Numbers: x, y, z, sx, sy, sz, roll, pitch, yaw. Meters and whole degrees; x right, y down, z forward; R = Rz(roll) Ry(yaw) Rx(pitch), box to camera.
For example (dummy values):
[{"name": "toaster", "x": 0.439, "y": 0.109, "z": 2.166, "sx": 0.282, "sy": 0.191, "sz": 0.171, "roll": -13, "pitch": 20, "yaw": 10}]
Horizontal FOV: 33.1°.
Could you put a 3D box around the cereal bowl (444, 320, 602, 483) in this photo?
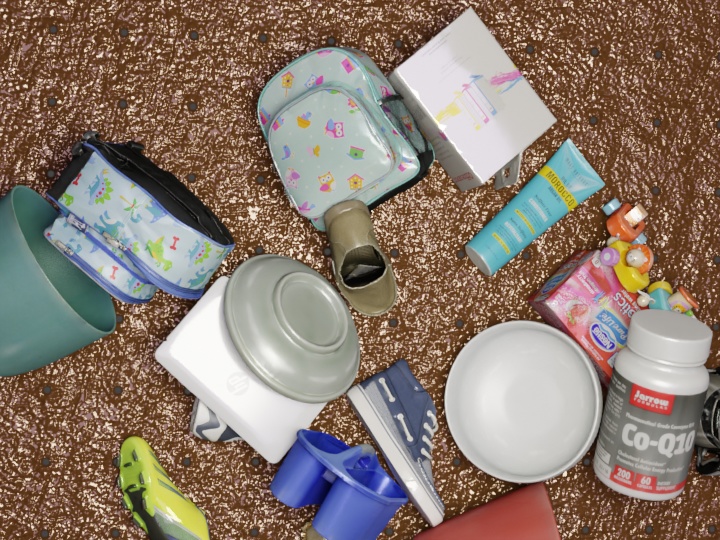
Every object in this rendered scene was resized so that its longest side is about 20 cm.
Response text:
[{"name": "cereal bowl", "x": 0.210, "y": 0.165, "z": 1.520, "sx": 0.197, "sy": 0.083, "sz": 0.203, "roll": -3, "pitch": 82, "yaw": 23}]

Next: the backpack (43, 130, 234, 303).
[{"name": "backpack", "x": -0.257, "y": -0.045, "z": 1.422, "sx": 0.199, "sy": 0.183, "sz": 0.148, "roll": 36, "pitch": 97, "yaw": 7}]

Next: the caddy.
[{"name": "caddy", "x": -0.020, "y": 0.253, "z": 1.456, "sx": 0.141, "sy": 0.200, "sz": 0.106, "roll": 36, "pitch": 91, "yaw": 19}]

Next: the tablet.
[{"name": "tablet", "x": -0.134, "y": 0.120, "z": 1.453, "sx": 0.200, "sy": 0.014, "sz": 0.130, "roll": 43, "pitch": 78, "yaw": -8}]

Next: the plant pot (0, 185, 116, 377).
[{"name": "plant pot", "x": -0.409, "y": 0.029, "z": 1.413, "sx": 0.160, "sy": 0.201, "sz": 0.202, "roll": -31, "pitch": 94, "yaw": 5}]

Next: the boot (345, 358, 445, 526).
[{"name": "boot", "x": 0.070, "y": 0.212, "z": 1.512, "sx": 0.090, "sy": 0.073, "sz": 0.201, "roll": -31, "pitch": 79, "yaw": -9}]

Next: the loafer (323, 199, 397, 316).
[{"name": "loafer", "x": 0.000, "y": 0.000, "z": 1.468, "sx": 0.075, "sy": 0.201, "sz": 0.068, "roll": -18, "pitch": 51, "yaw": 6}]

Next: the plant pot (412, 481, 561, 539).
[{"name": "plant pot", "x": 0.164, "y": 0.378, "z": 1.489, "sx": 0.175, "sy": 0.200, "sz": 0.203, "roll": -14, "pitch": 92, "yaw": 2}]

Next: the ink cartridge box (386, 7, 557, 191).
[{"name": "ink cartridge box", "x": 0.139, "y": -0.198, "z": 1.504, "sx": 0.125, "sy": 0.129, "sz": 0.201, "roll": -39, "pitch": 95, "yaw": -5}]

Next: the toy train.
[{"name": "toy train", "x": 0.371, "y": -0.005, "z": 1.514, "sx": 0.055, "sy": 0.150, "sz": 0.201, "roll": -39, "pitch": 84, "yaw": 33}]

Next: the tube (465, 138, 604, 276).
[{"name": "tube", "x": 0.222, "y": -0.076, "z": 1.560, "sx": 0.200, "sy": 0.050, "sz": 0.078, "roll": -42, "pitch": 102, "yaw": -10}]

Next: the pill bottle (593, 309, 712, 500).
[{"name": "pill bottle", "x": 0.348, "y": 0.158, "z": 1.434, "sx": 0.112, "sy": 0.114, "sz": 0.203, "roll": 5, "pitch": 109, "yaw": -7}]

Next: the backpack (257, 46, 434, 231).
[{"name": "backpack", "x": -0.031, "y": -0.168, "z": 1.465, "sx": 0.175, "sy": 0.153, "sz": 0.202, "roll": -30, "pitch": 85, "yaw": 23}]

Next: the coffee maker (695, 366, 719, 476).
[{"name": "coffee maker", "x": 0.505, "y": 0.180, "z": 1.514, "sx": 0.189, "sy": 0.200, "sz": 0.137, "roll": -16, "pitch": 93, "yaw": -6}]

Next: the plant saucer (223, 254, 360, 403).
[{"name": "plant saucer", "x": -0.070, "y": 0.060, "z": 1.457, "sx": 0.200, "sy": 0.200, "sz": 0.050, "roll": 46, "pitch": 130, "yaw": -5}]

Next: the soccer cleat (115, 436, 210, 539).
[{"name": "soccer cleat", "x": -0.238, "y": 0.297, "z": 1.505, "sx": 0.083, "sy": 0.064, "sz": 0.202, "roll": -20, "pitch": 80, "yaw": -47}]

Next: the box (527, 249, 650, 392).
[{"name": "box", "x": 0.319, "y": 0.078, "z": 1.543, "sx": 0.100, "sy": 0.095, "sz": 0.200, "roll": -43, "pitch": 95, "yaw": -6}]

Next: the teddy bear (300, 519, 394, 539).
[{"name": "teddy bear", "x": -0.010, "y": 0.400, "z": 1.530, "sx": 0.198, "sy": 0.067, "sz": 0.147, "roll": 21, "pitch": 79, "yaw": 0}]

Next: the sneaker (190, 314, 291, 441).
[{"name": "sneaker", "x": -0.128, "y": 0.120, "z": 1.503, "sx": 0.128, "sy": 0.079, "sz": 0.202, "roll": 14, "pitch": 82, "yaw": -14}]
